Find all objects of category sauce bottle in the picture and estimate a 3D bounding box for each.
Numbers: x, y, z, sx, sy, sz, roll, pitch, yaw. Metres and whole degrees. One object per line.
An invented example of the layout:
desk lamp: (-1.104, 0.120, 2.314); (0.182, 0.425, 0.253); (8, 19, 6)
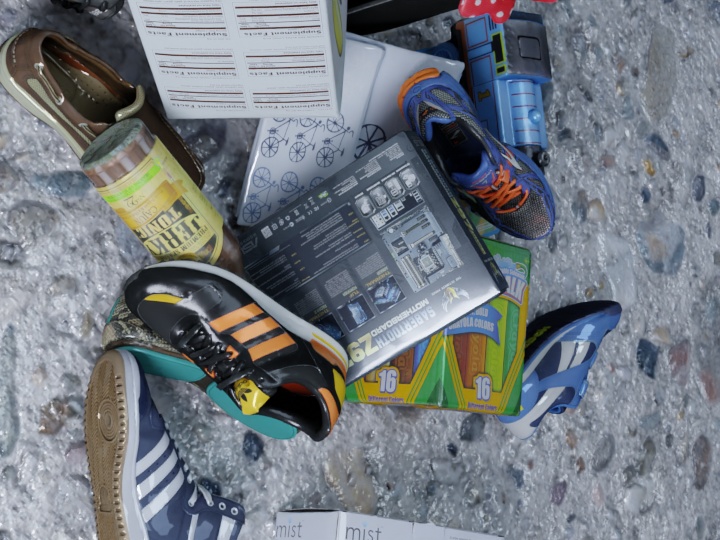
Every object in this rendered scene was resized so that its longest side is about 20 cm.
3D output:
sauce bottle: (-0.138, -0.029, 1.096); (0.200, 0.065, 0.065); (51, 54, -26)

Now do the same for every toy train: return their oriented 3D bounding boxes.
toy train: (0.130, -0.155, 1.341); (0.087, 0.114, 0.200); (-1, 82, -40)

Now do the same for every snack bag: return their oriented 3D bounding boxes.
snack bag: (-0.006, -0.117, 1.245); (0.200, 0.021, 0.189); (9, 102, -34)

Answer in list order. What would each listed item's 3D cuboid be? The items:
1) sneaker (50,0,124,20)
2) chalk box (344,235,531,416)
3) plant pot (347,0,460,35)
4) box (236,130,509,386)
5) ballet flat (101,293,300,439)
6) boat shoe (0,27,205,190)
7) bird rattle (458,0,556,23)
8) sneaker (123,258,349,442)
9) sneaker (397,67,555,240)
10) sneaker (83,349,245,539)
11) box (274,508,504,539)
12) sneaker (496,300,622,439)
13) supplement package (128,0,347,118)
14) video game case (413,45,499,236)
sneaker: (-0.238, -0.242, 1.095); (0.200, 0.071, 0.098); (-21, 112, -30)
chalk box: (0.071, 0.026, 1.252); (0.125, 0.124, 0.200); (10, 82, -46)
plant pot: (0.024, -0.316, 1.268); (0.177, 0.200, 0.200); (2, 80, -54)
box: (0.000, 0.000, 1.157); (0.158, 0.200, 0.051); (59, 16, 5)
ballet flat: (-0.122, 0.071, 1.146); (0.200, 0.068, 0.075); (29, 51, -30)
boat shoe: (-0.197, -0.119, 1.106); (0.202, 0.075, 0.075); (36, 61, -30)
bird rattle: (0.123, -0.304, 1.199); (0.200, 0.113, 0.163); (-33, 101, -49)
sneaker: (-0.094, 0.065, 1.072); (0.200, 0.070, 0.090); (29, 36, -22)
sneaker: (0.106, -0.091, 1.246); (0.200, 0.075, 0.078); (41, 22, -24)
sneaker: (-0.154, 0.158, 1.092); (0.108, 0.070, 0.200); (-5, 92, -36)
box: (0.023, 0.306, 1.198); (0.200, 0.097, 0.177); (16, 71, -37)
sneaker: (0.200, 0.096, 1.408); (0.200, 0.074, 0.082); (-34, 106, -31)
supplement package: (-0.088, -0.246, 1.061); (0.147, 0.200, 0.191); (1, 67, 3)
video game case: (0.060, -0.115, 1.361); (0.143, 0.018, 0.200); (-20, 94, -40)
